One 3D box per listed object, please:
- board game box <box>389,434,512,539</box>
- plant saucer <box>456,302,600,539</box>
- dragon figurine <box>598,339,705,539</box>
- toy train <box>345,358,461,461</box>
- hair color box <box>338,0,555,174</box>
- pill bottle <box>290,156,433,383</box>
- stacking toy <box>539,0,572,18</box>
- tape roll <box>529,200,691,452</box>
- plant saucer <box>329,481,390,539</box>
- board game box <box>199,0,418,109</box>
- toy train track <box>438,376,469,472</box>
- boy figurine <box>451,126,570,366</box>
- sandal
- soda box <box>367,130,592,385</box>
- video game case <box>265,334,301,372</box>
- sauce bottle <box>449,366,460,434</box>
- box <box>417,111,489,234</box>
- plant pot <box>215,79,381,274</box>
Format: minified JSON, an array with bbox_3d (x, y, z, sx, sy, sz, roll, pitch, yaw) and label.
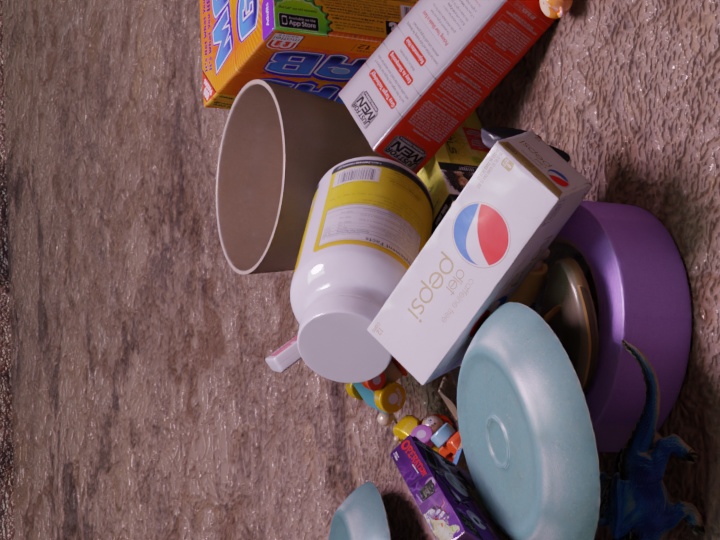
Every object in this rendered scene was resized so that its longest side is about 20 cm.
[{"bbox_3d":[0.114,0.214,1.286,0.032,0.200,0.120,-43,38,14],"label":"board game box"},{"bbox_3d":[0.117,0.125,1.212,0.200,0.036,0.201,168,90,-72],"label":"plant saucer"},{"bbox_3d":[0.193,0.161,1.191,0.059,0.099,0.201,24,128,61],"label":"dragon figurine"},{"bbox_3d":[0.057,0.128,1.526,0.200,0.056,0.150,45,162,11],"label":"toy train"},{"bbox_3d":[0.078,-0.196,1.474,0.200,0.061,0.102,-47,41,16],"label":"hair color box"},{"bbox_3d":[0.000,0.000,1.403,0.201,0.111,0.112,-78,11,-49],"label":"pill bottle"},{"bbox_3d":[0.181,-0.282,1.333,0.200,0.109,0.117,109,151,-54],"label":"stacking toy"},{"bbox_3d":[0.182,0.045,1.305,0.200,0.065,0.202,-176,90,-65],"label":"tape roll"},{"bbox_3d":[-0.003,0.317,1.647,0.200,0.036,0.202,179,90,-79],"label":"plant saucer"},{"bbox_3d":[-0.041,-0.287,1.676,0.200,0.199,0.201,146,124,-60],"label":"board game box"},{"bbox_3d":[0.102,0.161,1.397,0.032,0.115,0.200,-24,20,27],"label":"toy train track"},{"bbox_3d":[0.107,-0.016,1.324,0.124,0.064,0.201,42,123,48],"label":"boy figurine"},{"bbox_3d":[0.134,0.085,1.261,0.080,0.054,0.201,-122,42,-51],"label":"sandal"},{"bbox_3d":[0.090,-0.009,1.253,0.068,0.064,0.200,43,120,17],"label":"soda box"},{"bbox_3d":[-0.004,0.032,1.550,0.017,0.200,0.143,54,173,-1],"label":"video game case"},{"bbox_3d":[0.103,0.058,1.426,0.066,0.066,0.201,121,159,-45],"label":"sauce bottle"},{"bbox_3d":[0.082,-0.115,1.538,0.050,0.075,0.201,-61,34,39],"label":"box"},{"bbox_3d":[-0.020,-0.085,1.602,0.187,0.199,0.189,-177,90,-65],"label":"plant pot"}]
